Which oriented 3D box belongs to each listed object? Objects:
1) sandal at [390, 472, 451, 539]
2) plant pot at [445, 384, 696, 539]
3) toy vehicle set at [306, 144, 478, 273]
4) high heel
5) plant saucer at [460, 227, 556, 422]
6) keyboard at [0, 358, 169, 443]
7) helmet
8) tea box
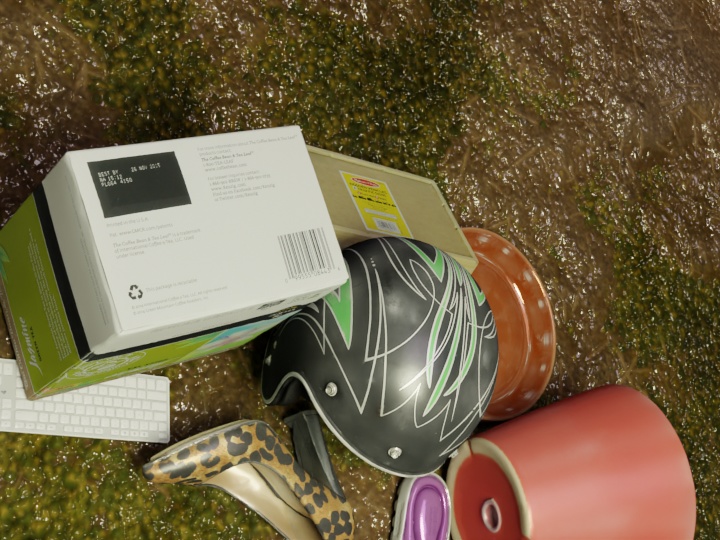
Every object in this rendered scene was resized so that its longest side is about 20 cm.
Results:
[{"bbox_3d":[0.064,0.287,1.035,0.082,0.050,0.206,6,73,-35],"label":"sandal"},{"bbox_3d":[0.190,0.220,1.073,0.175,0.200,0.203,-4,78,-28],"label":"plant pot"},{"bbox_3d":[0.008,-0.057,1.056,0.198,0.027,0.125,12,37,-33],"label":"toy vehicle set"},{"bbox_3d":[-0.085,0.199,0.934,0.199,0.071,0.144,-4,72,-46],"label":"high heel"},{"bbox_3d":[0.121,0.056,1.160,0.198,0.032,0.203,12,69,-33],"label":"plant saucer"},{"bbox_3d":[-0.242,0.102,0.888,0.198,0.011,0.057,11,70,-34],"label":"keyboard"},{"bbox_3d":[0.024,0.071,0.938,0.198,0.190,0.203,7,77,-30],"label":"helmet"},{"bbox_3d":[-0.153,-0.005,0.865,0.198,0.196,0.135,-12,79,-37],"label":"tea box"}]
